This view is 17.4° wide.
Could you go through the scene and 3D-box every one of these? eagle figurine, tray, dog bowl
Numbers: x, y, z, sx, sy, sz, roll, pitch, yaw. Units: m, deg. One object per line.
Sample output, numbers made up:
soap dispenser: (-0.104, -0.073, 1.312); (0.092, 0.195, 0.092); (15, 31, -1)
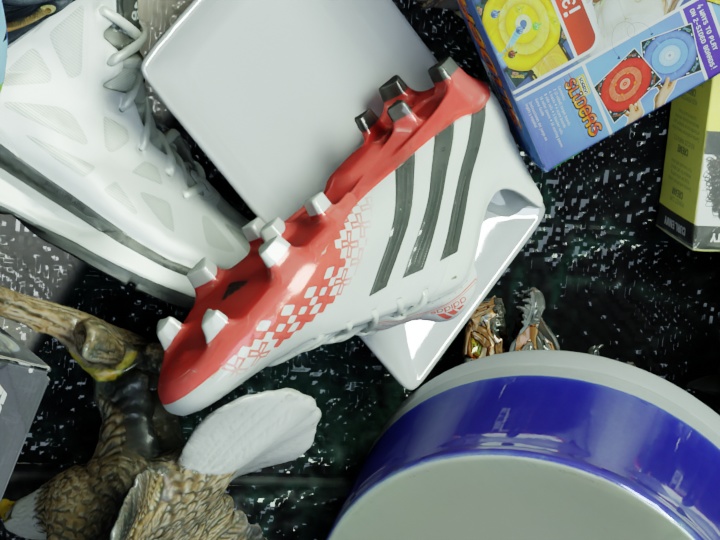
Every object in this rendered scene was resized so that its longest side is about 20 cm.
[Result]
eagle figurine: (-0.108, 0.121, 0.962); (0.151, 0.151, 0.202); (11, 79, -12)
tray: (-0.006, -0.053, 0.979); (0.108, 0.022, 0.200); (-51, 124, -17)
dog bowl: (0.083, 0.139, 0.996); (0.199, 0.079, 0.201); (10, 123, 16)

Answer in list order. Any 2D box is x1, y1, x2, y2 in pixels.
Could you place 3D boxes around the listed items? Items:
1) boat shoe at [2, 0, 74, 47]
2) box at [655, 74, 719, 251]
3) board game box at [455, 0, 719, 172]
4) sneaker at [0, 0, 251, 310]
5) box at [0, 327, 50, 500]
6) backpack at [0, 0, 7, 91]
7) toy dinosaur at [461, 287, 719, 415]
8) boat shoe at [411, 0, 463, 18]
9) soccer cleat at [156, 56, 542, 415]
boat shoe: (-0.097, -0.144, 0.874); (0.071, 0.091, 0.201); (49, 51, -15)
box: (0.180, -0.110, 1.024); (0.075, 0.050, 0.202); (2, 103, -15)
board game box: (0.090, -0.156, 0.928); (0.135, 0.034, 0.201); (-28, 119, -5)
sneaker: (-0.093, -0.063, 0.952); (0.200, 0.076, 0.116); (26, 98, -17)
box: (-0.210, 0.093, 0.917); (0.049, 0.161, 0.201); (16, 100, -40)
backpack: (-0.224, -0.077, 0.759); (0.199, 0.135, 0.184); (-15, 104, 15)
toy dinosaur: (0.119, 0.094, 1.054); (0.135, 0.103, 0.200); (-23, 126, 15)
boat shoe: (0.041, -0.201, 0.952); (0.073, 0.074, 0.202); (4, 102, -16)
soccer cleat: (0.000, 0.000, 0.927); (0.085, 0.068, 0.200); (53, 56, -16)
